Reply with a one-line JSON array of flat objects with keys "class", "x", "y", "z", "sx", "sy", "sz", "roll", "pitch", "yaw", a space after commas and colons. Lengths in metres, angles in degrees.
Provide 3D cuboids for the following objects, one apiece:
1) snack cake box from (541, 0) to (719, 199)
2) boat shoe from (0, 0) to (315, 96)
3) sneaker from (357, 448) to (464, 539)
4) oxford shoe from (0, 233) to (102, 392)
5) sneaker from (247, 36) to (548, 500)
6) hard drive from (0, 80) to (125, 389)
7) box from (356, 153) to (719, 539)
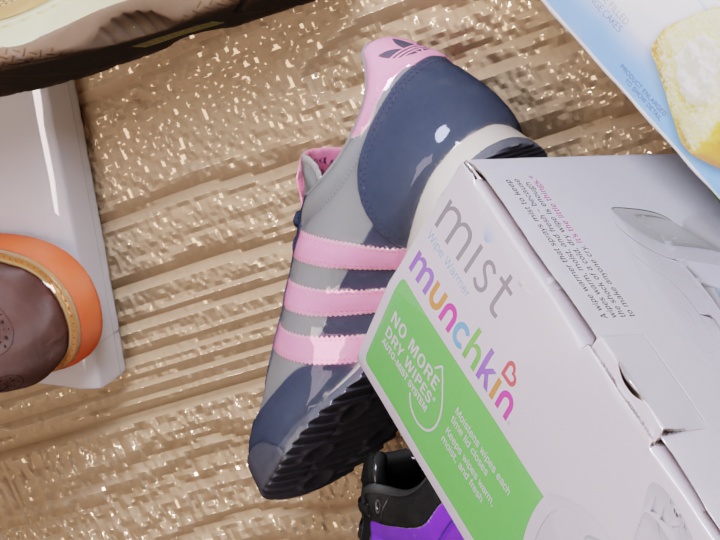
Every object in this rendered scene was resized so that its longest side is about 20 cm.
[{"class": "snack cake box", "x": 0.119, "y": -0.099, "z": 0.884, "sx": 0.200, "sy": 0.115, "sz": 0.067, "roll": 48, "pitch": 129, "yaw": 6}, {"class": "boat shoe", "x": -0.099, "y": -0.118, "z": 1.061, "sx": 0.199, "sy": 0.072, "sz": 0.077, "roll": -14, "pitch": 86, "yaw": 20}, {"class": "sneaker", "x": 0.029, "y": 0.118, "z": 1.088, "sx": 0.100, "sy": 0.069, "sz": 0.200, "roll": 59, "pitch": 142, "yaw": 23}, {"class": "oxford shoe", "x": -0.204, "y": 0.016, "z": 1.161, "sx": 0.199, "sy": 0.072, "sz": 0.072, "roll": 1, "pitch": 113, "yaw": 35}, {"class": "sneaker", "x": 0.000, "y": 0.000, "z": 1.058, "sx": 0.082, "sy": 0.070, "sz": 0.200, "roll": 52, "pitch": 130, "yaw": 26}, {"class": "hard drive", "x": -0.170, "y": -0.053, "z": 1.169, "sx": 0.131, "sy": 0.027, "sz": 0.201, "roll": 6, "pitch": 115, "yaw": 34}, {"class": "box", "x": 0.127, "y": 0.061, "z": 0.870, "sx": 0.200, "sy": 0.176, "sz": 0.097, "roll": 58, "pitch": 136, "yaw": 33}]
